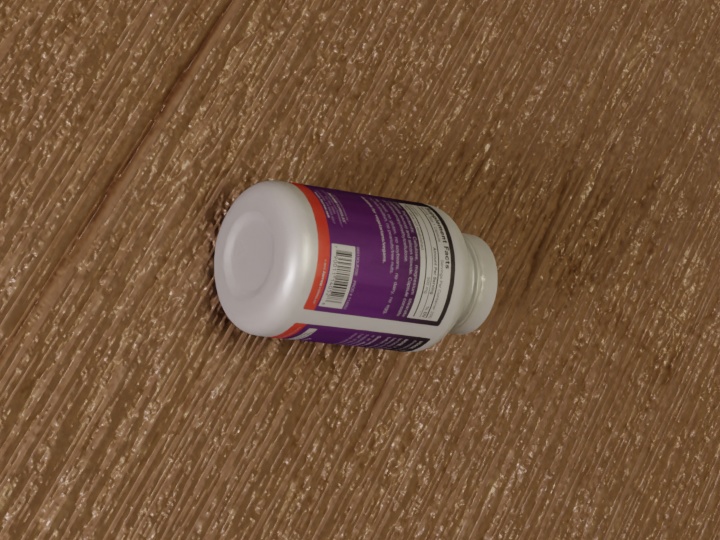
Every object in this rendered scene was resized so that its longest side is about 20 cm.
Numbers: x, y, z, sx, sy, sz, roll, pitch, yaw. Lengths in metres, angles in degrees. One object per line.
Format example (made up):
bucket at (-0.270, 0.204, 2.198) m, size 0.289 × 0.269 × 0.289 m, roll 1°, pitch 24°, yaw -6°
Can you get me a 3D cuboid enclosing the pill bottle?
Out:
pill bottle at (0.000, 0.000, 1.679) m, size 0.200 × 0.112 × 0.113 m, roll 8°, pitch 78°, yaw -37°
